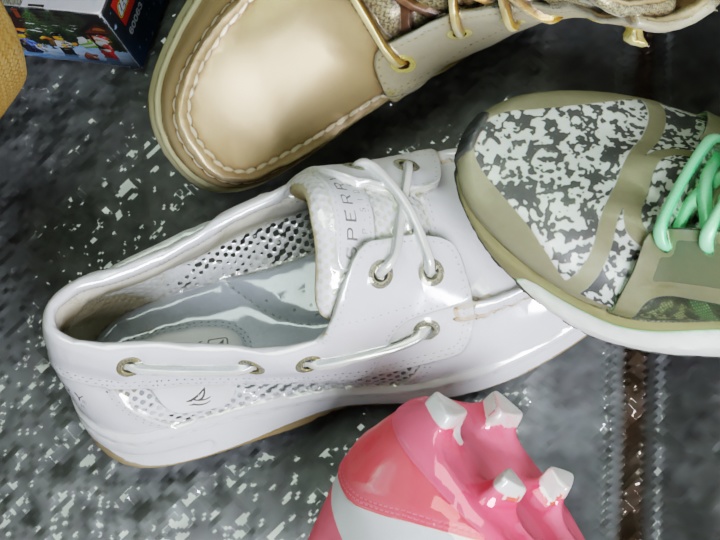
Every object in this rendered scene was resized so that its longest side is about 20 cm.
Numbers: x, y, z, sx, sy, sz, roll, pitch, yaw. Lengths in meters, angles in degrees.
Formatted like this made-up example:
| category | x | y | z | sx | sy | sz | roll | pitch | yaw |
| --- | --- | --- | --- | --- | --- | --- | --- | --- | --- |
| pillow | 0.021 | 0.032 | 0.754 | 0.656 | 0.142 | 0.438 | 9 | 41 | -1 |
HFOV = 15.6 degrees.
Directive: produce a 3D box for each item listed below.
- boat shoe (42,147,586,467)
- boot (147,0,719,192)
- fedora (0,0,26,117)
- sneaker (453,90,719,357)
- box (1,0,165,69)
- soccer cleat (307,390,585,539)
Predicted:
| category | x | y | z | sx | sy | sz | roll | pitch | yaw |
| --- | --- | --- | --- | --- | --- | --- | --- | --- | --- |
| boat shoe | 0.000 | 0.000 | 0.784 | 0.199 | 0.069 | 0.071 | -22 | 56 | 4 |
| boot | 0.033 | -0.088 | 0.779 | 0.200 | 0.073 | 0.155 | -38 | 22 | -7 |
| fedora | -0.171 | -0.078 | 0.834 | 0.200 | 0.201 | 0.082 | 34 | 61 | 31 |
| sneaker | 0.120 | -0.013 | 0.720 | 0.199 | 0.089 | 0.077 | 20 | 67 | 13 |
| box | -0.113 | -0.172 | 0.934 | 0.136 | 0.038 | 0.201 | 7 | 67 | 23 |
| soccer cleat | 0.055 | 0.122 | 0.716 | 0.077 | 0.066 | 0.200 | -51 | 60 | 27 |
